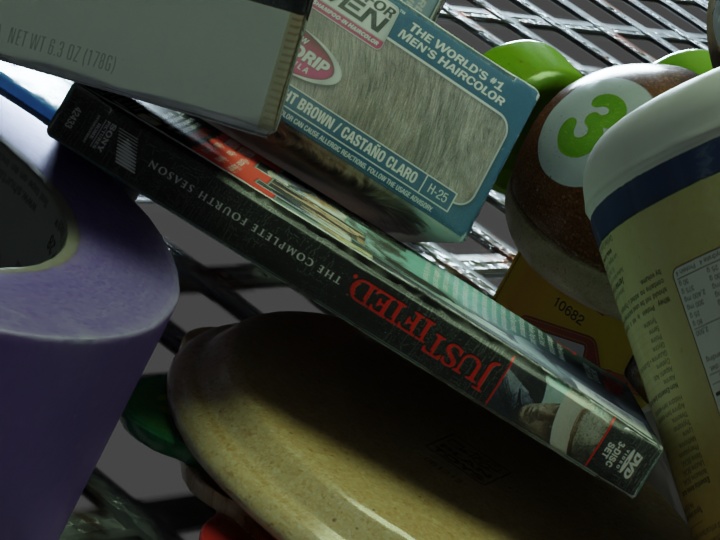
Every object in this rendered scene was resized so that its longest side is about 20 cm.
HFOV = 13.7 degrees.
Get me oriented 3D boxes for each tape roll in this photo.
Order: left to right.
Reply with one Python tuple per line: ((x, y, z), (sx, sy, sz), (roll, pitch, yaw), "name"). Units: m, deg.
((-0.155, -0.001, 0.814), (0.200, 0.085, 0.200), (26, 18, -9), "tape roll")

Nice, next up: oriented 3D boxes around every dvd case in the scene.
((0.000, 0.000, 0.924), (0.200, 0.022, 0.146), (31, 5, -2), "dvd case")

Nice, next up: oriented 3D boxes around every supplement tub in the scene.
((0.160, 0.037, 0.898), (0.144, 0.144, 0.201), (-1, 70, -57), "supplement tub")

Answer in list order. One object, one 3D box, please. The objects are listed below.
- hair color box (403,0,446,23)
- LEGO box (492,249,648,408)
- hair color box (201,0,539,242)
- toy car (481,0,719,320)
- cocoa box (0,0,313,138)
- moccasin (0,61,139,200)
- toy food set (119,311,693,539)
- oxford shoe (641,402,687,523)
((0.000, -0.106, 1.187), (0.061, 0.099, 0.200), (28, -11, -2), "hair color box")
((0.165, 0.054, 1.155), (0.200, 0.077, 0.149), (38, 19, 29), "LEGO box")
((-0.030, -0.059, 1.054), (0.100, 0.061, 0.200), (32, -12, -19), "hair color box")
((0.146, -0.079, 1.051), (0.157, 0.200, 0.164), (0, 34, -34), "toy car")
((-0.104, -0.130, 0.850), (0.199, 0.132, 0.133), (16, 5, -8), "cocoa box")
((-0.167, -0.065, 1.011), (0.200, 0.068, 0.080), (29, 9, -1), "moccasin")
((0.021, 0.076, 0.922), (0.200, 0.049, 0.198), (29, 17, 1), "toy food set")
((0.149, 0.106, 1.013), (0.058, 0.075, 0.200), (-26, 44, -24), "oxford shoe")
